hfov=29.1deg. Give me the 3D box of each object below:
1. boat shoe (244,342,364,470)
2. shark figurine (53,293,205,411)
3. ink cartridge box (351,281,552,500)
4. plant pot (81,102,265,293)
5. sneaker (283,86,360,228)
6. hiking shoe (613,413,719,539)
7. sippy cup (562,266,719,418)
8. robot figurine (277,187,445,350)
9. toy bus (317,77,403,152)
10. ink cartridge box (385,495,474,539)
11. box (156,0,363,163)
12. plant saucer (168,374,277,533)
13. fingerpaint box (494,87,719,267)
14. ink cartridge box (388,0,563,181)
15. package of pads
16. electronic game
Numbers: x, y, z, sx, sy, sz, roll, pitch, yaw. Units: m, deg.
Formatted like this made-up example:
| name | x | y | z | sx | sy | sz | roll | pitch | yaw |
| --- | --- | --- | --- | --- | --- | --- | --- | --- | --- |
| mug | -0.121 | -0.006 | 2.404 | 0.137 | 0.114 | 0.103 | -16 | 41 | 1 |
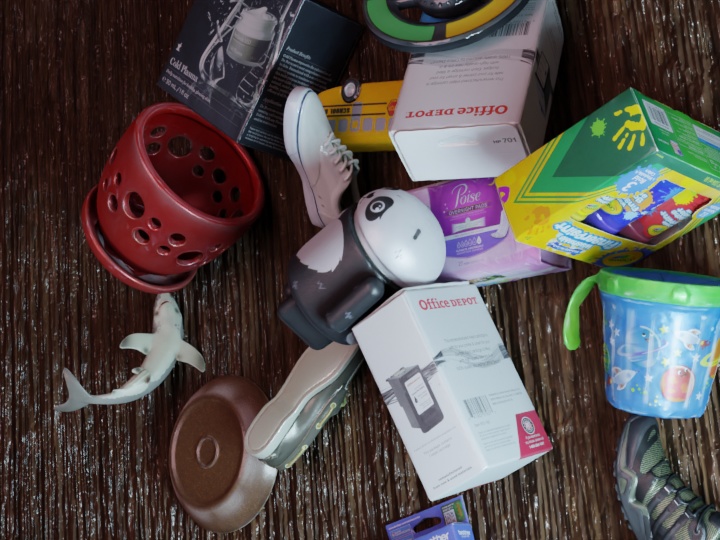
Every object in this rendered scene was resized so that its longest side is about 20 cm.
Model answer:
| name | x | y | z | sx | sy | sz | roll | pitch | yaw |
| --- | --- | --- | --- | --- | --- | --- | --- | --- | --- |
| boat shoe | -0.054 | 0.150 | 1.653 | 0.202 | 0.060 | 0.072 | -50 | 36 | -1 |
| shark figurine | -0.296 | 0.141 | 1.852 | 0.128 | 0.214 | 0.090 | 42 | 153 | 9 |
| ink cartridge box | 0.096 | 0.121 | 1.446 | 0.083 | 0.145 | 0.202 | -35 | 72 | 32 |
| plant pot | -0.252 | -0.088 | 1.797 | 0.182 | 0.199 | 0.202 | -41 | 57 | 34 |
| sneaker | -0.036 | -0.132 | 1.643 | 0.070 | 0.201 | 0.073 | 9 | 49 | 26 |
| hiking shoe | 0.305 | 0.231 | 1.320 | 0.100 | 0.075 | 0.203 | -15 | 80 | 30 |
| sippy cup | 0.289 | 0.070 | 1.330 | 0.178 | 0.138 | 0.132 | -159 | 74 | -68 |
| robot figurine | -0.001 | -0.002 | 1.496 | 0.199 | 0.124 | 0.151 | -38 | 58 | 26 |
| toy bus | 0.033 | -0.185 | 1.648 | 0.198 | 0.065 | 0.079 | 3 | 83 | 42 |
| ink cartridge box | 0.082 | 0.358 | 1.507 | 0.119 | 0.042 | 0.202 | -28 | 62 | 34 |
| box | -0.131 | -0.275 | 1.779 | 0.199 | 0.123 | 0.198 | 36 | 103 | 40 |
| plant saucer | -0.185 | 0.233 | 1.775 | 0.199 | 0.036 | 0.203 | -10 | 75 | 41 |
| fingerpaint box | 0.255 | -0.079 | 1.335 | 0.166 | 0.199 | 0.074 | -33 | 61 | 31 |
| ink cartridge box | 0.127 | -0.200 | 1.480 | 0.145 | 0.086 | 0.202 | -1 | 54 | 24 |
| package of pads | 0.132 | -0.046 | 1.522 | 0.198 | 0.075 | 0.122 | -13 | 76 | 40 |
| electronic game | 0.096 | -0.307 | 1.498 | 0.198 | 0.042 | 0.202 | -13 | 47 | 14 |
